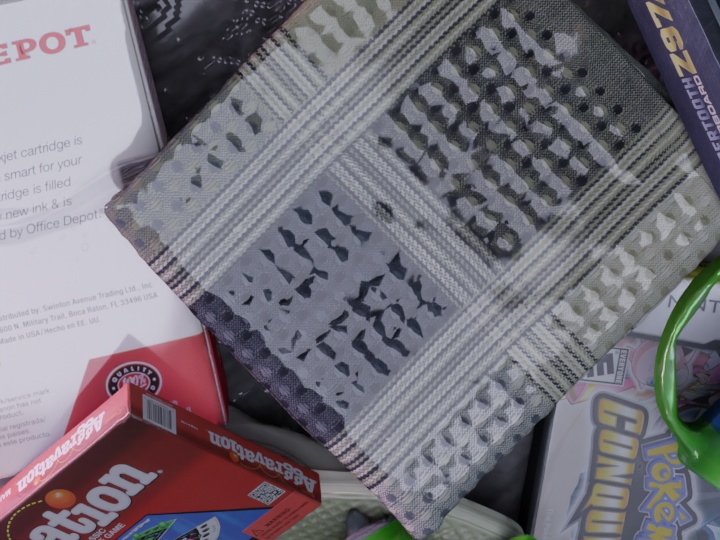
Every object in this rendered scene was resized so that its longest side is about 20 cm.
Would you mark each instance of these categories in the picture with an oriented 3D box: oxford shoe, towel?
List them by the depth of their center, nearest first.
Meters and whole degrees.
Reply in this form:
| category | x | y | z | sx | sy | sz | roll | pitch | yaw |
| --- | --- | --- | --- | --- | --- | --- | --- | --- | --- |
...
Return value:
| category | x | y | z | sx | sy | sz | roll | pitch | yaw |
| --- | --- | --- | --- | --- | --- | --- | --- | --- | --- |
| towel | 0.030 | -0.027 | 0.943 | 0.200 | 0.035 | 0.193 | -44 | 100 | -1 |
| oxford shoe | -0.020 | 0.099 | 1.048 | 0.200 | 0.058 | 0.075 | 13 | 131 | -11 |

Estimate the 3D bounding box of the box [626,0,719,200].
| category | x | y | z | sx | sy | sz | roll | pitch | yaw |
| --- | --- | --- | --- | --- | --- | --- | --- | --- | --- |
| box | 0.210 | -0.117 | 0.940 | 0.200 | 0.051 | 0.158 | -30 | 98 | -17 |

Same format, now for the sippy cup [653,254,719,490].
| category | x | y | z | sx | sy | sz | roll | pitch | yaw |
| --- | --- | --- | --- | --- | --- | --- | --- | --- | --- |
| sippy cup | 0.223 | 0.059 | 0.996 | 0.178 | 0.140 | 0.130 | 29 | 93 | -37 |

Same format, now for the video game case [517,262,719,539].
| category | x | y | z | sx | sy | sz | roll | pitch | yaw |
| --- | --- | --- | --- | --- | --- | --- | --- | --- | --- |
| video game case | 0.166 | 0.096 | 1.078 | 0.181 | 0.026 | 0.200 | 7 | 106 | -6 |

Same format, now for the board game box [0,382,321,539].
| category | x | y | z | sx | sy | sz | roll | pitch | yaw |
| --- | --- | --- | --- | --- | --- | --- | --- | --- | --- |
| board game box | -0.121 | 0.124 | 1.013 | 0.103 | 0.019 | 0.200 | 29 | 127 | -32 |

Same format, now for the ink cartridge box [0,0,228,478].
| category | x | y | z | sx | sy | sz | roll | pitch | yaw |
| --- | --- | --- | --- | --- | --- | --- | --- | --- | --- |
| ink cartridge box | -0.147 | -0.023 | 0.988 | 0.147 | 0.083 | 0.200 | -12 | 108 | -1 |

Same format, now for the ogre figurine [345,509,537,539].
| category | x | y | z | sx | sy | sz | roll | pitch | yaw |
| --- | --- | --- | --- | --- | --- | --- | --- | --- | --- |
| ogre figurine | 0.048 | 0.179 | 1.002 | 0.200 | 0.120 | 0.098 | 18 | 132 | -16 |
